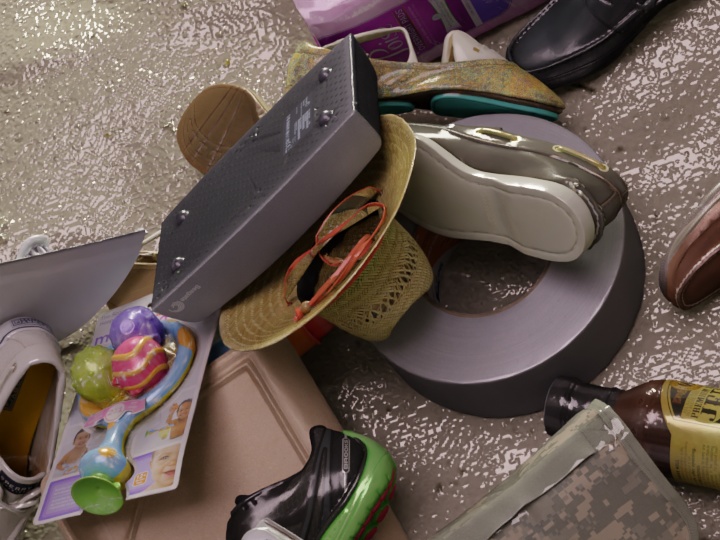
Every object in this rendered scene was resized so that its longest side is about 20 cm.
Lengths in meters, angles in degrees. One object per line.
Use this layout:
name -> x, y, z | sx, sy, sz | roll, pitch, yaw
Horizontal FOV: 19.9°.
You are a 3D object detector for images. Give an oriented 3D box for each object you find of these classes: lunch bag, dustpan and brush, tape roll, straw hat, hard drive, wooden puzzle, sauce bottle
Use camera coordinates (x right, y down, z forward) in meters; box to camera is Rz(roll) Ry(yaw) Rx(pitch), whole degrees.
lunch bag -> 0.118, 0.178, 1.229 | 0.164, 0.200, 0.118 | -38, 57, 0
dustpan and brush -> -0.244, 0.029, 1.480 | 0.139, 0.201, 0.057 | -14, 57, -34
tape roll -> 0.092, -0.004, 1.408 | 0.198, 0.066, 0.202 | -10, 62, 18
straw hat -> 0.000, 0.000, 1.346 | 0.201, 0.085, 0.202 | -43, 23, 23
hard drive -> -0.061, -0.058, 1.383 | 0.200, 0.042, 0.135 | -43, 23, 21
wooden puzzle -> -0.092, 0.167, 1.394 | 0.199, 0.037, 0.186 | -32, 78, 0
sauce bottle -> 0.214, 0.104, 1.305 | 0.198, 0.065, 0.065 | 10, 69, 24

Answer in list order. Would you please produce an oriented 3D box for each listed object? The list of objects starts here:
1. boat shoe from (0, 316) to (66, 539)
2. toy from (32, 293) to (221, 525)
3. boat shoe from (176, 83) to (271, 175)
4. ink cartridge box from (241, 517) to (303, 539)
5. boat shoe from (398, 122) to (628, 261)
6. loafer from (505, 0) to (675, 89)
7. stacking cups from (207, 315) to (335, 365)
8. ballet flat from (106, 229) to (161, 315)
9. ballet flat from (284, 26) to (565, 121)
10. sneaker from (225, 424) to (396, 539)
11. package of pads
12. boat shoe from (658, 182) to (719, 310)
boat shoe -> -0.247, 0.136, 1.430 | 0.070, 0.070, 0.202 | 46, 120, 56
toy -> -0.161, 0.074, 1.392 | 0.114, 0.047, 0.201 | -17, 41, 24
boat shoe -> -0.066, -0.079, 1.512 | 0.072, 0.064, 0.200 | -55, 42, -2
ink cartridge box -> -0.036, 0.258, 1.252 | 0.083, 0.200, 0.147 | 27, 78, 30
boat shoe -> 0.086, -0.060, 1.362 | 0.201, 0.073, 0.060 | 20, 45, 40
loafer -> 0.185, -0.203, 1.463 | 0.200, 0.070, 0.068 | -35, 59, 4
stacking cups -> -0.091, 0.065, 1.447 | 0.200, 0.061, 0.061 | -40, 57, 3
ballet flat -> -0.100, -0.014, 1.484 | 0.198, 0.069, 0.064 | -16, 96, 15
ballet flat -> 0.045, -0.138, 1.445 | 0.198, 0.071, 0.071 | 0, 64, 2
sneaker -> -0.057, 0.188, 1.336 | 0.083, 0.077, 0.201 | 34, 76, 18
package of pads -> 0.052, -0.216, 1.495 | 0.199, 0.121, 0.076 | -26, 58, 8
boat shoe -> 0.284, -0.037, 1.341 | 0.199, 0.076, 0.072 | -39, 59, 3
